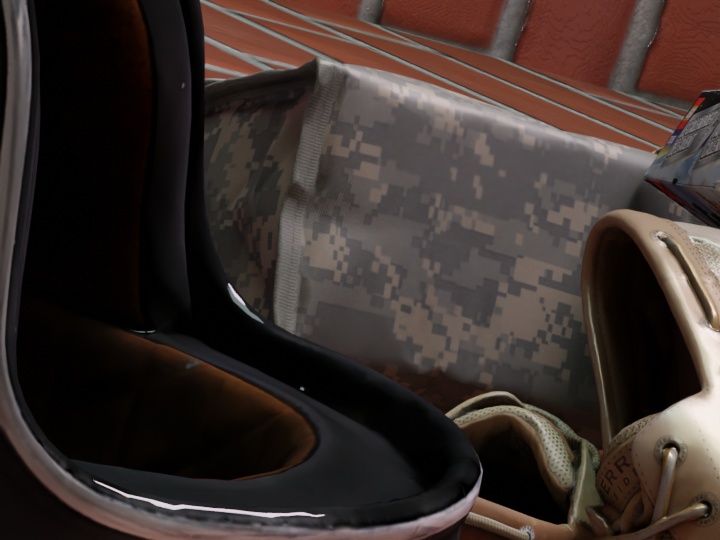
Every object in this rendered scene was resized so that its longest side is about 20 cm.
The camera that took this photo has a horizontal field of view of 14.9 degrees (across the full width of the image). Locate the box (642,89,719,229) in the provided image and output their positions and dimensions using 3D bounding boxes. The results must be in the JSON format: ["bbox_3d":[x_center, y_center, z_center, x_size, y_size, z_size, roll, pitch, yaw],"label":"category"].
[{"bbox_3d":[0.187,0.014,0.849,0.200,0.040,0.137,35,0,-5],"label":"box"}]

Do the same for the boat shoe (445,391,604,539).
[{"bbox_3d":[0.042,0.075,0.759,0.076,0.074,0.200,23,10,26],"label":"boat shoe"}]

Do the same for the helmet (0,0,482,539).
[{"bbox_3d":[-0.088,0.022,0.444,0.200,0.191,0.200,-17,6,2],"label":"helmet"}]

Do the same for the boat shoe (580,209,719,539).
[{"bbox_3d":[0.088,0.066,0.722,0.064,0.071,0.200,20,39,-20],"label":"boat shoe"}]

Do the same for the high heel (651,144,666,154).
[{"bbox_3d":[0.070,-0.016,1.100,0.142,0.200,0.072,19,47,-15],"label":"high heel"}]

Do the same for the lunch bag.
[{"bbox_3d":[0.000,0.000,0.969,0.164,0.118,0.200,15,-11,-28],"label":"lunch bag"}]
